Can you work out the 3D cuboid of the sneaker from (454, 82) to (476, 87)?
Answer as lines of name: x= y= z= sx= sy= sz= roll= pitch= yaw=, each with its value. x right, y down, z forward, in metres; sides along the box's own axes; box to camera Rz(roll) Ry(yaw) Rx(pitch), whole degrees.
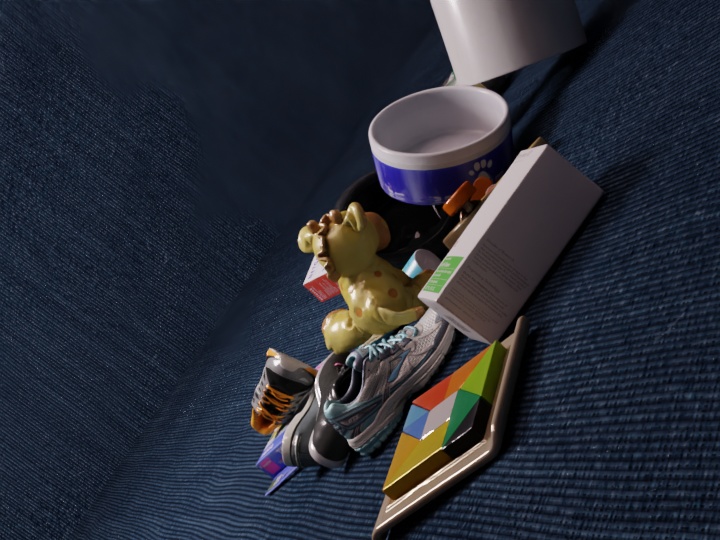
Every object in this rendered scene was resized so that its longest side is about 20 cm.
sneaker: x=0.170 y=-0.211 z=2.038 sx=0.079 sy=0.079 sz=0.201 roll=-51 pitch=-16 yaw=-19

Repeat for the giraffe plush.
giraffe plush: x=0.000 y=0.000 z=1.601 sx=0.171 sy=0.164 sz=0.200 roll=-26 pitch=1 yaw=19

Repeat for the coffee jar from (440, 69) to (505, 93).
coffee jar: x=0.168 y=-0.287 z=2.256 sx=0.201 sy=0.085 sz=0.104 roll=-51 pitch=6 yaw=18

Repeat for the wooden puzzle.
wooden puzzle: x=0.083 y=0.149 z=1.253 sx=0.200 sy=0.037 sz=0.186 roll=-47 pitch=12 yaw=36

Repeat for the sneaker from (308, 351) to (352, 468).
sneaker: x=-0.011 y=0.142 z=1.598 sx=0.100 sy=0.070 sz=0.201 roll=-59 pitch=11 yaw=32

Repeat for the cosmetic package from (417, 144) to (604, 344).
cosmetic package: x=0.158 y=-0.027 z=1.381 sx=0.201 sy=0.084 sz=0.108 roll=-55 pitch=7 yaw=-5

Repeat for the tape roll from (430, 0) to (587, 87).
tape roll: x=0.215 y=-0.363 z=1.893 sx=0.200 sy=0.141 sz=0.203 roll=-20 pitch=8 yaw=3

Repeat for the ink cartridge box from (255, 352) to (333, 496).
ink cartridge box: x=-0.081 y=0.210 z=1.826 sx=0.119 sy=0.042 sz=0.201 roll=-44 pitch=15 yaw=45

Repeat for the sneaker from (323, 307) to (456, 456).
sneaker: x=0.034 y=0.108 z=1.483 sx=0.201 sy=0.086 sz=0.078 roll=-55 pitch=10 yaw=-9

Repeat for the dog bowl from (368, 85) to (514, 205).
dog bowl: x=0.113 y=-0.176 z=1.812 sx=0.197 sy=0.080 sz=0.201 roll=-9 pitch=32 yaw=6

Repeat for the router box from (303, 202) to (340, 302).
router box: x=0.007 y=-0.061 z=2.158 sx=0.178 sy=0.049 sz=0.202 roll=-26 pitch=32 yaw=40

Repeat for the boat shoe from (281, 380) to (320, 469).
boat shoe: x=-0.037 y=0.186 z=1.692 sx=0.061 sy=0.074 sz=0.200 roll=3 pitch=32 yaw=23

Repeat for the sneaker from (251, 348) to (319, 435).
sneaker: x=-0.107 y=0.166 z=1.754 sx=0.078 sy=0.077 sz=0.200 roll=-62 pitch=-3 yaw=-24

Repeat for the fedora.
fedora: x=0.057 y=-0.057 z=1.866 sx=0.202 sy=0.198 sz=0.092 roll=-57 pitch=-23 yaw=-27

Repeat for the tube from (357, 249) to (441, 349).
tube: x=0.043 y=0.058 z=1.772 sx=0.201 sy=0.050 sz=0.078 roll=-54 pitch=0 yaw=32

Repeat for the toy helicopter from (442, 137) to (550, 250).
toy helicopter: x=0.173 y=-0.095 z=1.653 sx=0.200 sy=0.079 sz=0.132 roll=-46 pitch=-3 yaw=-25
